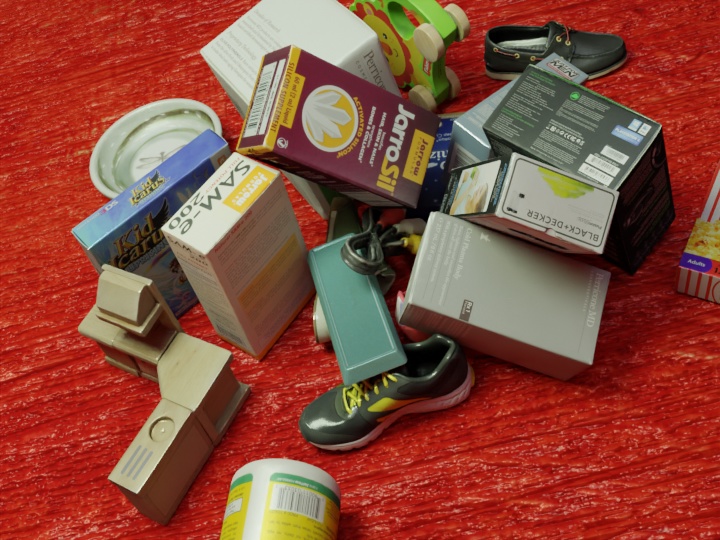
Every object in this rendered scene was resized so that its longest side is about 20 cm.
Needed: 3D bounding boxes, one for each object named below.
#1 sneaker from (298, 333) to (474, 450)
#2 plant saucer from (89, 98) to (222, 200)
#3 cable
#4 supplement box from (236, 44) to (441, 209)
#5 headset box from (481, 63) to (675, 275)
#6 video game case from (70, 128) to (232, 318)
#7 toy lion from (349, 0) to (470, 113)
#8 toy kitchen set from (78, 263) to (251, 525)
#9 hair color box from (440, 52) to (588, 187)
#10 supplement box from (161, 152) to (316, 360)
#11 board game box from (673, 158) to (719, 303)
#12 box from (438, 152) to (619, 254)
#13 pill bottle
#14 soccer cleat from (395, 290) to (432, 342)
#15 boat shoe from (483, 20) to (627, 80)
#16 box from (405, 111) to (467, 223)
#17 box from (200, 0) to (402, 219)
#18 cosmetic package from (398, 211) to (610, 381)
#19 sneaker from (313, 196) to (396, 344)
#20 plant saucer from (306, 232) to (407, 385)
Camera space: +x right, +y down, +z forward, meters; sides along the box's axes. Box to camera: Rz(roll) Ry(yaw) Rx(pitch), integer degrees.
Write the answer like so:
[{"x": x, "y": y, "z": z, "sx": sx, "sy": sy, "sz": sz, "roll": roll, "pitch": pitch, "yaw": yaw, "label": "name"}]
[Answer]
[{"x": 0.022, "y": 0.119, "z": 0.907, "sx": 0.196, "sy": 0.085, "sz": 0.075, "roll": -23, "pitch": 49, "yaw": -4, "label": "sneaker"}, {"x": -0.284, "y": -0.159, "z": 1.227, "sx": 0.195, "sy": 0.051, "sz": 0.203, "roll": -8, "pitch": 51, "yaw": 9, "label": "plant saucer"}, {"x": 0.024, "y": -0.045, "z": 0.982, "sx": 0.097, "sy": 0.199, "sz": 0.051, "roll": 46, "pitch": 110, "yaw": 14, "label": "cable"}, {"x": -0.022, "y": -0.150, "z": 0.943, "sx": 0.085, "sy": 0.197, "sz": 0.113, "roll": 9, "pitch": 82, "yaw": 61, "label": "supplement box"}, {"x": 0.248, "y": -0.105, "z": 0.959, "sx": 0.173, "sy": 0.200, "sz": 0.093, "roll": 36, "pitch": 83, "yaw": 35, "label": "headset box"}, {"x": -0.218, "y": -0.038, "z": 1.028, "sx": 0.199, "sy": 0.183, "sz": 0.045, "roll": -41, "pitch": 54, "yaw": -18, "label": "video game case"}, {"x": 0.056, "y": -0.319, "z": 1.179, "sx": 0.068, "sy": 0.201, "sz": 0.192, "roll": -38, "pitch": 72, "yaw": -16, "label": "toy lion"}, {"x": -0.260, "y": 0.122, "z": 0.925, "sx": 0.197, "sy": 0.165, "sz": 0.182, "roll": 17, "pitch": 58, "yaw": 26, "label": "toy kitchen set"}, {"x": 0.189, "y": -0.174, "z": 1.056, "sx": 0.060, "sy": 0.100, "sz": 0.199, "roll": 40, "pitch": 57, "yaw": 23, "label": "hair color box"}, {"x": -0.128, "y": -0.012, "z": 0.973, "sx": 0.073, "sy": 0.202, "sz": 0.127, "roll": 24, "pitch": 60, "yaw": 29, "label": "supplement box"}, {"x": 0.451, "y": -0.044, "z": 0.951, "sx": 0.149, "sy": 0.047, "sz": 0.202, "roll": 17, "pitch": 58, "yaw": 25, "label": "board game box"}, {"x": 0.162, "y": -0.064, "z": 0.874, "sx": 0.114, "sy": 0.200, "sz": 0.061, "roll": 19, "pitch": 89, "yaw": -10, "label": "box"}, {"x": -0.081, "y": 0.287, "z": 0.782, "sx": 0.110, "sy": 0.114, "sz": 0.203, "roll": -3, "pitch": 51, "yaw": 12, "label": "pill bottle"}, {"x": 0.124, "y": 0.008, "z": 0.974, "sx": 0.198, "sy": 0.077, "sz": 0.067, "roll": -33, "pitch": 51, "yaw": -12, "label": "soccer cleat"}, {"x": 0.270, "y": -0.308, "z": 1.197, "sx": 0.196, "sy": 0.064, "sz": 0.075, "roll": 2, "pitch": 50, "yaw": 14, "label": "boat shoe"}, {"x": 0.116, "y": -0.126, "z": 1.112, "sx": 0.118, "sy": 0.033, "sz": 0.203, "roll": -4, "pitch": 53, "yaw": 11, "label": "box"}, {"x": -0.061, "y": -0.222, "z": 1.105, "sx": 0.170, "sy": 0.200, "sz": 0.200, "roll": -39, "pitch": 51, "yaw": -6, "label": "box"}, {"x": 0.147, "y": 0.029, "z": 0.893, "sx": 0.196, "sy": 0.090, "sz": 0.109, "roll": 16, "pitch": 71, "yaw": 1, "label": "cosmetic package"}, {"x": 0.000, "y": 0.000, "z": 1.024, "sx": 0.088, "sy": 0.068, "sz": 0.204, "roll": 2, "pitch": 54, "yaw": 8, "label": "sneaker"}, {"x": -0.009, "y": 0.033, "z": 0.928, "sx": 0.069, "sy": 0.019, "sz": 0.202, "roll": -21, "pitch": 45, "yaw": 1, "label": "plant saucer"}]
